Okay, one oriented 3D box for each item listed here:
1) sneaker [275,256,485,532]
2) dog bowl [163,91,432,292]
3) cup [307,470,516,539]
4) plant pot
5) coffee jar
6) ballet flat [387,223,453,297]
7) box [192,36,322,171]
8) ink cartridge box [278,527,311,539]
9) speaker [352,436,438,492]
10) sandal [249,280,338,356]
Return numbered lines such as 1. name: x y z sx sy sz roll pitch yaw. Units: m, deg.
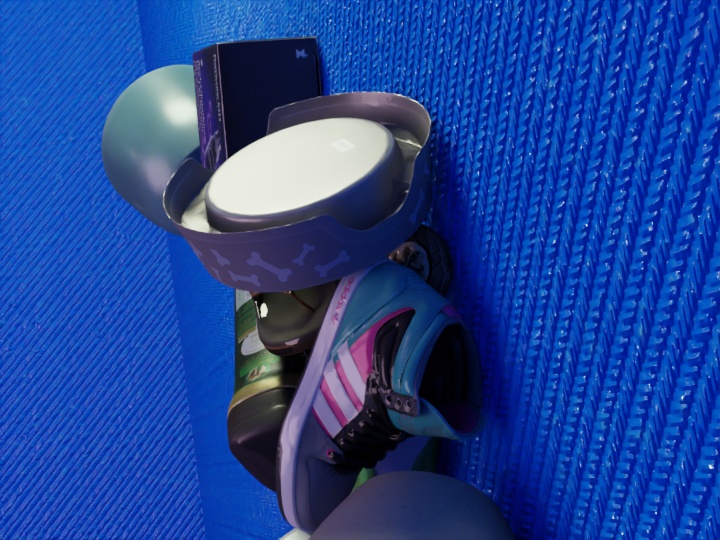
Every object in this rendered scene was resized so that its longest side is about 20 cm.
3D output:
1. sneaker: 0.021 0.101 0.801 0.120 0.083 0.202 24 100 39
2. dog bowl: -0.038 -0.057 0.850 0.200 0.198 0.059 -122 12 -59
3. cup: 0.032 0.213 0.744 0.201 0.198 0.144 102 -178 -52
4. plant pot: -0.200 -0.131 1.456 0.161 0.198 0.203 43 139 52
5. coffee jar: -0.060 0.088 1.009 0.105 0.085 0.201 52 -157 -38
6. ballet flat: -0.003 -0.025 0.895 0.200 0.046 0.068 35 103 48
7. box: -0.108 -0.163 1.241 0.200 0.103 0.150 -158 62 -74
8. ink cartridge box: -0.028 0.353 1.049 0.144 0.083 0.202 29 138 43
9. speaker: 0.019 0.175 0.932 0.089 0.087 0.202 -120 27 -57
10. sandal: -0.060 -0.001 0.962 0.055 0.081 0.201 53 -167 -34
